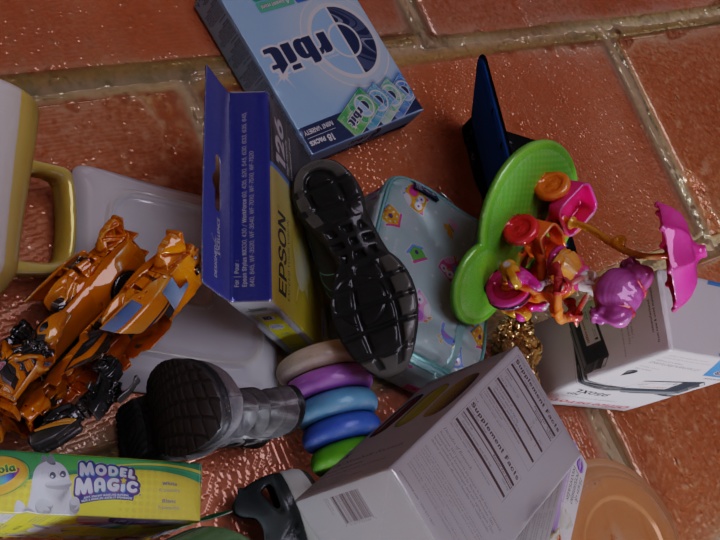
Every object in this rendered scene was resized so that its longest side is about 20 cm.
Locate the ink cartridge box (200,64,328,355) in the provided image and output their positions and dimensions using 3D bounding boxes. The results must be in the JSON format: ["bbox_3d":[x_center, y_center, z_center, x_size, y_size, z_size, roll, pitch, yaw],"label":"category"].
[{"bbox_3d":[-0.078,-0.046,0.889,0.200,0.047,0.198,57,28,-64],"label":"ink cartridge box"}]

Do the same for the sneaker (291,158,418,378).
[{"bbox_3d":[0.000,0.000,0.894,0.075,0.079,0.201,-18,73,-2],"label":"sneaker"}]

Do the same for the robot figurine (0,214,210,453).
[{"bbox_3d":[-0.212,0.046,0.762,0.200,0.145,0.058,-51,136,-31],"label":"robot figurine"}]

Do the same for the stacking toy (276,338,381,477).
[{"bbox_3d":[-0.009,0.164,0.876,0.085,0.085,0.201,-2,66,-35],"label":"stacking toy"}]

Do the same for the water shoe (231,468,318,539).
[{"bbox_3d":[-0.051,0.265,0.832,0.079,0.072,0.201,-15,75,-12],"label":"water shoe"}]

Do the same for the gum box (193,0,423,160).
[{"bbox_3d":[-0.050,-0.220,1.064,0.170,0.045,0.200,-27,86,-40],"label":"gum box"}]

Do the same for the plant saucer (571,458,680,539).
[{"bbox_3d":[0.260,0.289,1.040,0.200,0.032,0.201,15,61,-29],"label":"plant saucer"}]

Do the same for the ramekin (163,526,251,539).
[{"bbox_3d":[-0.109,0.274,0.697,0.098,0.200,0.200,-20,80,-46],"label":"ramekin"}]

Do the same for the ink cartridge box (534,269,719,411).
[{"bbox_3d":[0.285,0.078,1.049,0.144,0.200,0.084,10,66,-30],"label":"ink cartridge box"}]

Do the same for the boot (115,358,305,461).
[{"bbox_3d":[-0.097,0.104,0.780,0.131,0.200,0.070,-2,78,-31],"label":"boot"}]

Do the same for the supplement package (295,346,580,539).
[{"bbox_3d":[0.067,0.163,0.812,0.200,0.114,0.110,-34,94,-48],"label":"supplement package"}]

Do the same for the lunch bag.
[{"bbox_3d":[0.058,0.013,1.005,0.160,0.077,0.200,29,55,-20],"label":"lunch bag"}]

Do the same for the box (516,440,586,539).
[{"bbox_3d":[0.171,0.242,0.954,0.039,0.041,0.200,60,34,-24],"label":"box"}]

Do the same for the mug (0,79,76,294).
[{"bbox_3d":[-0.295,-0.050,0.759,0.186,0.149,0.154,1,75,-25],"label":"mug"}]

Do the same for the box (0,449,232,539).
[{"bbox_3d":[-0.202,0.163,0.733,0.200,0.117,0.049,13,65,-30],"label":"box"}]

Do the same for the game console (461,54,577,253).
[{"bbox_3d":[0.182,-0.105,1.102,0.170,0.118,0.200,12,53,-29],"label":"game console"}]

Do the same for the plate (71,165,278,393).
[{"bbox_3d":[-0.156,0.011,0.892,0.200,0.032,0.200,12,61,-29],"label":"plate"}]

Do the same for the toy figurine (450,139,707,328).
[{"bbox_3d":[0.207,-0.008,0.919,0.200,0.184,0.150,-50,135,-18],"label":"toy figurine"}]

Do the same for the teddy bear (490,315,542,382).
[{"bbox_3d":[0.147,0.137,0.988,0.067,0.145,0.200,8,48,17],"label":"teddy bear"}]
